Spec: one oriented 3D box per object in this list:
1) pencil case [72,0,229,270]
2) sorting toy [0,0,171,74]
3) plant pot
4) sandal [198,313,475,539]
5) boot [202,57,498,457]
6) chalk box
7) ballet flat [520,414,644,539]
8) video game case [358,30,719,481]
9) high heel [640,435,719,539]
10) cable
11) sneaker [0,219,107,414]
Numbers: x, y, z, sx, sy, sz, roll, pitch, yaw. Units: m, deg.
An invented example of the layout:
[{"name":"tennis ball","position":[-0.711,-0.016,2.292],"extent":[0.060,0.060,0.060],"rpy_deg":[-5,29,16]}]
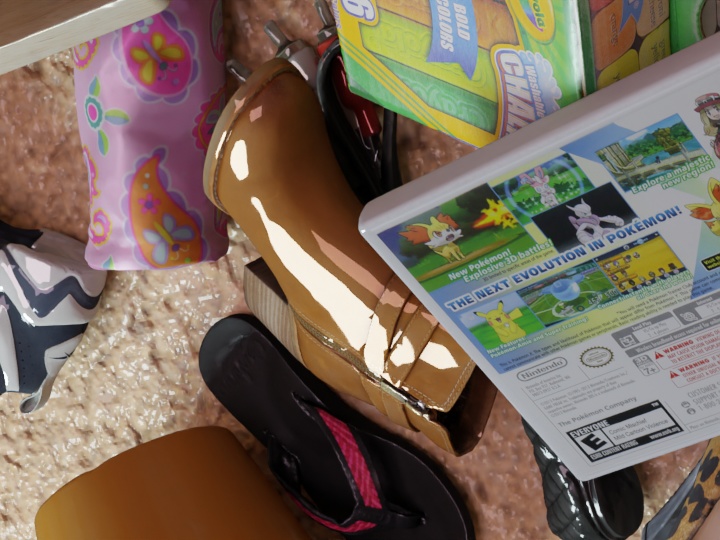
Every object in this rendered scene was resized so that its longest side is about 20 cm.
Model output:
[{"name":"pencil case","position":[-0.117,-0.100,0.983],"extent":[0.087,0.087,0.202],"rpy_deg":[4,105,26]},{"name":"sorting toy","position":[-0.186,-0.205,0.932],"extent":[0.199,0.070,0.200],"rpy_deg":[-15,57,30]},{"name":"plant pot","position":[-0.091,0.196,1.000],"extent":[0.200,0.200,0.184],"rpy_deg":[-37,69,30]},{"name":"sandal","position":[-0.022,0.106,1.010],"extent":[0.200,0.045,0.075],"rpy_deg":[41,118,12]},{"name":"boot","position":[0.000,0.000,0.891],"extent":[0.155,0.077,0.201],"rpy_deg":[36,145,29]},{"name":"chalk box","position":[0.094,-0.126,0.791],"extent":[0.199,0.124,0.125],"rpy_deg":[27,142,39]},{"name":"ballet flat","position":[0.091,0.052,0.927],"extent":[0.057,0.066,0.202],"rpy_deg":[-15,94,47]},{"name":"video game case","position":[0.129,0.001,0.774],"extent":[0.199,0.022,0.182],"rpy_deg":[-24,121,33]},{"name":"high heel","position":[0.183,0.136,0.831],"extent":[0.071,0.201,0.143],"rpy_deg":[26,121,-13]},{"name":"cable","position":[0.011,-0.052,0.960],"extent":[0.097,0.050,0.201],"rpy_deg":[-29,100,32]},{"name":"sneaker","position":[-0.256,0.019,1.087],"extent":[0.198,0.079,0.131],"rpy_deg":[22,104,10]}]
